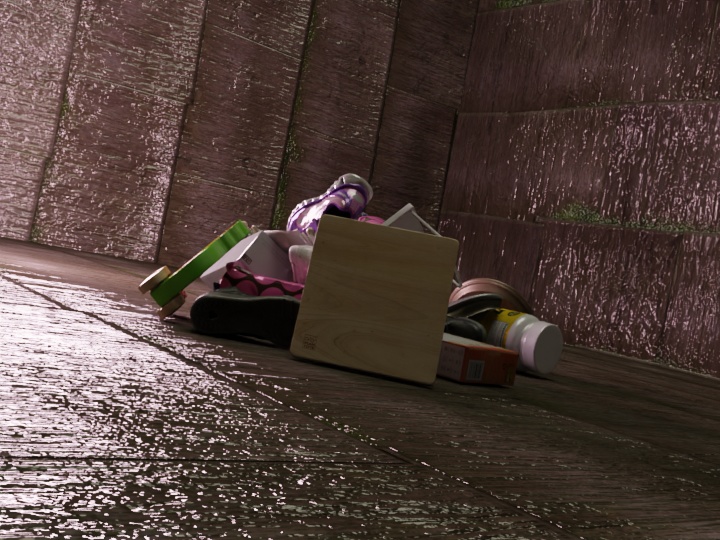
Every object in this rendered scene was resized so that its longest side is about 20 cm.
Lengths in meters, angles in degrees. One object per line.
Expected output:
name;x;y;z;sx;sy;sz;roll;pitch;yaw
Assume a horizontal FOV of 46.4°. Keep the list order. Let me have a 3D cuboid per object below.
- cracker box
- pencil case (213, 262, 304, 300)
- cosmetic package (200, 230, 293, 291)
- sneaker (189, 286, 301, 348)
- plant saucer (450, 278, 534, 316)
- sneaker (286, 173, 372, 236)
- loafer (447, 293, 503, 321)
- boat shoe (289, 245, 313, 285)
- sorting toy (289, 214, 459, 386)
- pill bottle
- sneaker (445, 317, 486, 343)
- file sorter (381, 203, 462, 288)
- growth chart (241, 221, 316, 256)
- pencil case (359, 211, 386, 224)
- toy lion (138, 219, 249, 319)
cracker box;0.133;0.132;1.336;0.132;0.059;0.198;10;1;-42
pencil case;-0.143;0.050;1.407;0.196;0.096;0.091;12;5;14
cosmetic package;-0.206;0.008;1.561;0.113;0.082;0.199;46;-30;-18
sneaker;-0.153;0.065;1.255;0.195;0.078;0.114;6;7;-9
plant saucer;0.273;0.110;1.785;0.197;0.203;0.030;11;35;23
sneaker;-0.064;-0.084;1.466;0.080;0.089;0.199;37;-50;-24
loafer;0.187;0.096;1.640;0.196;0.071;0.075;-18;-2;-2
boat shoe;-0.091;0.031;1.482;0.068;0.202;0.071;14;44;17
sorting toy;0.022;0.045;1.160;0.196;0.203;0.070;11;-15;5
pill bottle;0.292;0.136;1.661;0.113;0.117;0.198;11;1;-43
sneaker;0.123;0.116;1.501;0.197;0.078;0.113;7;-1;40
file sorter;0.059;0.019;1.434;0.124;0.199;0.140;43;-14;43
growth chart;-0.116;-0.029;1.510;0.198;0.018;0.146;6;-40;42
pencil case;0.000;0.000;1.530;0.092;0.203;0.091;-1;30;-36
toy lion;-0.260;-0.012;1.361;0.069;0.191;0.200;52;-6;-8
